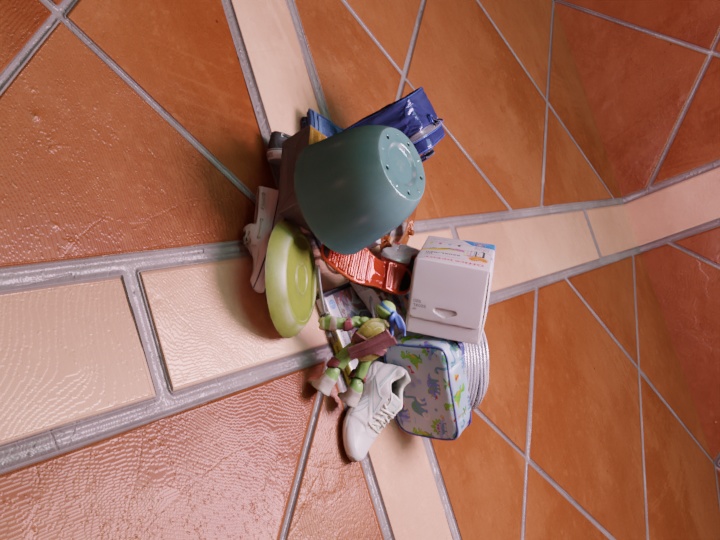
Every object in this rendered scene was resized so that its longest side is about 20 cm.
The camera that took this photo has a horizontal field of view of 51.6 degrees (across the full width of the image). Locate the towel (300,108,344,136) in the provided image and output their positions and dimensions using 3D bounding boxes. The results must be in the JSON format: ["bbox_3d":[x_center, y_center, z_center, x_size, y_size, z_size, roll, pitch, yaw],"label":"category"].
[{"bbox_3d":[-0.044,-0.249,1.565,0.198,0.048,0.114,25,55,-44],"label":"towel"}]

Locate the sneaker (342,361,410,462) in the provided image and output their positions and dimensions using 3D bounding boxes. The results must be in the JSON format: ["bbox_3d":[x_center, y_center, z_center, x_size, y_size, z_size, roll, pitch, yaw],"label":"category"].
[{"bbox_3d":[0.029,0.255,1.364,0.071,0.079,0.203,50,51,-38],"label":"sneaker"}]

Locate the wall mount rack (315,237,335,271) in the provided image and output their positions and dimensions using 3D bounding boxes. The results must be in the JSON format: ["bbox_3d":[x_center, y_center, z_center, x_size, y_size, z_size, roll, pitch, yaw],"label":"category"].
[{"bbox_3d":[-0.068,-0.091,1.433,0.173,0.074,0.203,-29,95,-51],"label":"wall mount rack"}]

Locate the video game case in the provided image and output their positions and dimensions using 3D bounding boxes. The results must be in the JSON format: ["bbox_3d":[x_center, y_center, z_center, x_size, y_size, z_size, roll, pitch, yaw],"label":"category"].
[{"bbox_3d":[0.006,0.111,1.468,0.199,0.025,0.184,-21,89,-54],"label":"video game case"}]

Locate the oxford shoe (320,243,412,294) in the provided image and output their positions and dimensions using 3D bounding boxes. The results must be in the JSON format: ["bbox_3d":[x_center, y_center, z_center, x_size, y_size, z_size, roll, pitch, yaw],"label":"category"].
[{"bbox_3d":[0.000,0.000,1.384,0.198,0.072,0.073,27,70,-27],"label":"oxford shoe"}]

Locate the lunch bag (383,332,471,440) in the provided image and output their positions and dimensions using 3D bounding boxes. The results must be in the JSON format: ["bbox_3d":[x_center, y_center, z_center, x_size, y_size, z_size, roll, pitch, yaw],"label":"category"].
[{"bbox_3d":[0.128,0.219,1.441,0.082,0.158,0.205,-30,114,-51],"label":"lunch bag"}]

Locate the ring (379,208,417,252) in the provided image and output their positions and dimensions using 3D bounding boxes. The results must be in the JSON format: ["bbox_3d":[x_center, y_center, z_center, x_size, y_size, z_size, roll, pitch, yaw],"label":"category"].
[{"bbox_3d":[0.090,-0.117,1.604,0.201,0.019,0.204,-48,145,-50],"label":"ring"}]

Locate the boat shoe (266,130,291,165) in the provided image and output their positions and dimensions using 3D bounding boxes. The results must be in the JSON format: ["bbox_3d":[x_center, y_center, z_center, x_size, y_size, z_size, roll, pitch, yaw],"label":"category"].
[{"bbox_3d":[-0.093,-0.229,1.450,0.196,0.069,0.068,7,81,-31],"label":"boat shoe"}]

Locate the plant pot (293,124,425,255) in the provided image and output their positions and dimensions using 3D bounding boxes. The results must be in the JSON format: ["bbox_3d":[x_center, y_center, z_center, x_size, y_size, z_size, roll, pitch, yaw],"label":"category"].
[{"bbox_3d":[0.011,-0.149,1.247,0.199,0.159,0.205,26,53,-41],"label":"plant pot"}]

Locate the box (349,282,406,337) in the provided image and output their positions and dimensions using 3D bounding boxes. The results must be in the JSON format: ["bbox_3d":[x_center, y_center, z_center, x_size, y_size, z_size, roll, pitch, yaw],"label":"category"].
[{"bbox_3d":[0.052,0.084,1.488,0.201,0.041,0.039,54,37,-18],"label":"box"}]

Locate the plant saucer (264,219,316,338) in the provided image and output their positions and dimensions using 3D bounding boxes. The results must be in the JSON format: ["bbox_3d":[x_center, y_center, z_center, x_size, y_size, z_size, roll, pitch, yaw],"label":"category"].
[{"bbox_3d":[-0.113,0.014,1.286,0.200,0.030,0.205,-2,90,-75],"label":"plant saucer"}]

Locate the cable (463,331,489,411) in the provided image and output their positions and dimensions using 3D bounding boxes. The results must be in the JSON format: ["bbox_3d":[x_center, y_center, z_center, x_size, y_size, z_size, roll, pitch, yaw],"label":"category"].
[{"bbox_3d":[0.198,0.191,1.536,0.068,0.200,0.205,1,103,-16],"label":"cable"}]

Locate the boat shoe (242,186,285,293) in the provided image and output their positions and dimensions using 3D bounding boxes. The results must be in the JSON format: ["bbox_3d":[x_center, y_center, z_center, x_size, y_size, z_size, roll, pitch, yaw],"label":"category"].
[{"bbox_3d":[-0.175,-0.056,1.297,0.065,0.074,0.203,18,55,-14],"label":"boat shoe"}]

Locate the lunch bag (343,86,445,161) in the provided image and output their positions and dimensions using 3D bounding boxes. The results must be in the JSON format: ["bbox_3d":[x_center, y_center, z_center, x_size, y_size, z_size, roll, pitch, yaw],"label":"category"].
[{"bbox_3d":[0.081,-0.276,1.531,0.134,0.197,0.136,62,32,-12],"label":"lunch bag"}]

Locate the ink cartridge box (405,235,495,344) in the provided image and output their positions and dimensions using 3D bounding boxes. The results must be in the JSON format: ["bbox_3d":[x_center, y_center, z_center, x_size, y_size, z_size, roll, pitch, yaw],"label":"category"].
[{"bbox_3d":[0.179,0.032,1.443,0.200,0.144,0.148,-49,147,-70],"label":"ink cartridge box"}]

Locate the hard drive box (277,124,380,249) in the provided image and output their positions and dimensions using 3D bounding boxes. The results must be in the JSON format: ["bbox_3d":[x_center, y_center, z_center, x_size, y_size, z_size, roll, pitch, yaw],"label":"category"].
[{"bbox_3d":[-0.052,-0.142,1.360,0.198,0.076,0.159,29,52,-42],"label":"hard drive box"}]

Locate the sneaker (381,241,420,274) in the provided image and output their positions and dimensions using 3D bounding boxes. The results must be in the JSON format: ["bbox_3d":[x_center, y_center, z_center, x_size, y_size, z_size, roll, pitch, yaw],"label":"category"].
[{"bbox_3d":[0.082,-0.007,1.539,0.199,0.076,0.084,-12,119,-64],"label":"sneaker"}]

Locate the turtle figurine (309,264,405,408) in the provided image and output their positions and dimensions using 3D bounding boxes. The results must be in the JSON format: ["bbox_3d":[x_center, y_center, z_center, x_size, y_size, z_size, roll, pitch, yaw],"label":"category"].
[{"bbox_3d":[-0.017,0.129,1.346,0.197,0.198,0.144,-61,152,-1],"label":"turtle figurine"}]

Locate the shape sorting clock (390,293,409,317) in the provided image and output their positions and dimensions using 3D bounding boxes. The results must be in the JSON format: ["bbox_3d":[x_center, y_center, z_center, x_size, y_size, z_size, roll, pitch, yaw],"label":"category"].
[{"bbox_3d":[0.119,0.065,1.617,0.199,0.039,0.204,34,45,-42],"label":"shape sorting clock"}]
